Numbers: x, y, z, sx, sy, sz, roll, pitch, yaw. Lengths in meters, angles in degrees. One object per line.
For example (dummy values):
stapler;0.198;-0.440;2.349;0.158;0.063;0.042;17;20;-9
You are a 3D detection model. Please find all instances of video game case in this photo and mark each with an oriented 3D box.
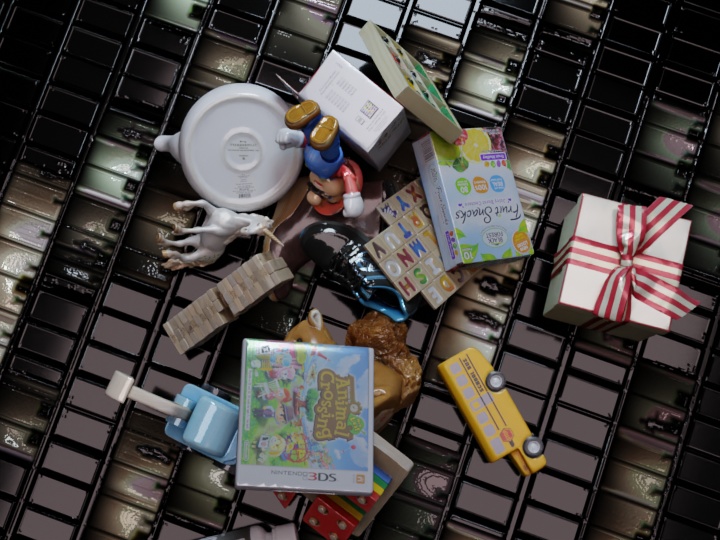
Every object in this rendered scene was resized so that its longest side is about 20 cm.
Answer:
video game case;-0.071;0.193;1.578;0.180;0.022;0.202;5;66;-10

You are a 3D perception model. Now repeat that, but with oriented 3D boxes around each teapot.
teapot;-0.172;-0.186;1.764;0.200;0.146;0.198;42;95;-14

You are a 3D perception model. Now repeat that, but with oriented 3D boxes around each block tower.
block tower;-0.192;0.045;1.733;0.199;0.058;0.054;-35;84;20

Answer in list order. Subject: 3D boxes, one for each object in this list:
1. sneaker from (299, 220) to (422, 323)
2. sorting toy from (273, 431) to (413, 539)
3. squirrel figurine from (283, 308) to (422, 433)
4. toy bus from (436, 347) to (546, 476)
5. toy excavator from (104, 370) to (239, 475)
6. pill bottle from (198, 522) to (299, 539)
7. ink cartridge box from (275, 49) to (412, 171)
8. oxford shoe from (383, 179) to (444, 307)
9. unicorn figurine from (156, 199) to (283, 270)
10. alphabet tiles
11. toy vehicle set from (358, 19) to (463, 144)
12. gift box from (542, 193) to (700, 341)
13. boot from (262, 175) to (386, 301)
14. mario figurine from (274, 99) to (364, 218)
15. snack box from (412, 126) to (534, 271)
sneaker;0.000;0.000;1.693;0.199;0.082;0.074;30;118;-3
sorting toy;-0.055;0.278;1.658;0.198;0.201;0.070;37;47;6
squirrel figurine;-0.016;0.139;1.731;0.199;0.142;0.187;-33;67;-27
toy bus;0.192;0.209;1.738;0.078;0.065;0.201;-29;82;-4
toy excavator;-0.241;0.201;1.672;0.193;0.200;0.101;24;81;13
pill bottle;-0.178;0.425;1.679;0.198;0.114;0.115;-14;81;-3
ink cartridge box;-0.020;-0.242;1.738;0.175;0.200;0.084;40;91;6
oxford shoe;0.086;-0.046;1.787;0.084;0.073;0.202;-14;76;-28
unicorn figurine;-0.211;-0.053;1.724;0.136;0.200;0.075;6;75;-26
alphabet tiles;0.092;-0.039;1.735;0.168;0.008;0.200;52;46;2
toy vehicle set;0.072;-0.276;1.739;0.026;0.124;0.201;-43;38;17
gift box;0.380;-0.005;1.712;0.197;0.187;0.187;9;81;2
boot;-0.053;-0.048;1.761;0.164;0.072;0.202;4;72;17
mario figurine;-0.057;-0.137;1.662;0.105;0.201;0.125;-12;58;6
snack box;0.167;-0.107;1.764;0.141;0.053;0.202;-8;79;-34
